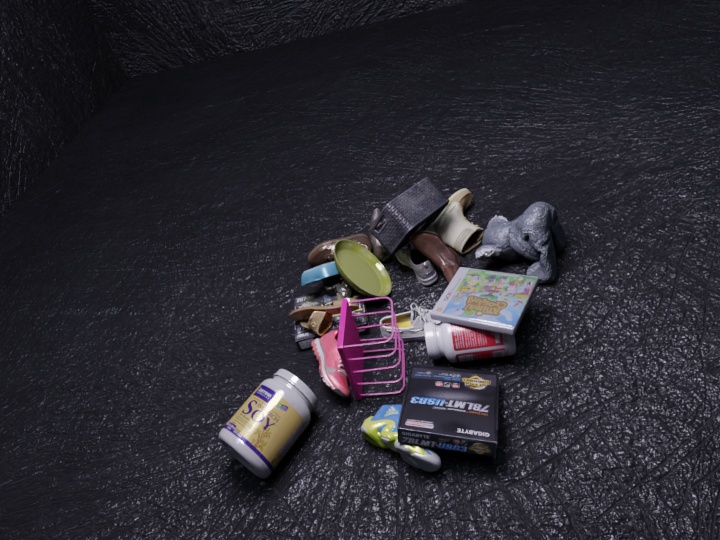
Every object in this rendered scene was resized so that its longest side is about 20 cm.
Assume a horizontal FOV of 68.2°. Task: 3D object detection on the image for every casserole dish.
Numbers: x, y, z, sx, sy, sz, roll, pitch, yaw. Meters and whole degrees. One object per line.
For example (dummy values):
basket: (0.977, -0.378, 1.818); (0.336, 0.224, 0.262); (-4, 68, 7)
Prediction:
casserole dish: (-0.088, 0.001, 1.482); (0.120, 0.039, 0.199); (-19, -2, 31)

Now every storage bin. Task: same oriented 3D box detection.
storage bin: (0.134, -0.148, 1.441); (0.094, 0.136, 0.199); (47, 54, 8)

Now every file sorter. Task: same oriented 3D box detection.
file sorter: (0.032, 0.178, 1.225); (0.123, 0.202, 0.140); (-7, 44, 10)

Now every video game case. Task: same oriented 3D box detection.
video game case: (0.284, 0.063, 1.216); (0.197, 0.022, 0.182); (8, 42, 34)

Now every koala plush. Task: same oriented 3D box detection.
koala plush: (0.404, -0.085, 1.381); (0.197, 0.185, 0.179); (0, 44, 38)

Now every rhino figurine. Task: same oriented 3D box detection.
rhino figurine: (0.055, -0.111, 1.582); (0.059, 0.088, 0.202); (2, 45, -18)

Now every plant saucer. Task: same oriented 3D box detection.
plant saucer: (0.000, 0.000, 1.455); (0.031, 0.198, 0.202); (-46, 34, 28)

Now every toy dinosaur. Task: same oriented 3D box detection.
toy dinosaur: (-0.059, 0.065, 1.421); (0.086, 0.048, 0.202); (-1, 47, 9)

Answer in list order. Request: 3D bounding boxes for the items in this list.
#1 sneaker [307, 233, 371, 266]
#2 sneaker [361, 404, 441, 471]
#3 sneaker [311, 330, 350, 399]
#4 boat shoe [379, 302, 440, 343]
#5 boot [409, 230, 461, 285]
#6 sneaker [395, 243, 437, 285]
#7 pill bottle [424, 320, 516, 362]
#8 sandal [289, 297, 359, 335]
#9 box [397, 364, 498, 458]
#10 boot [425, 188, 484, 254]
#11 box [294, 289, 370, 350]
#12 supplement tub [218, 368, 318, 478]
sneaker: (-0.062, -0.050, 1.588); (0.197, 0.071, 0.076); (-21, 43, 1)
sneaker: (0.098, 0.339, 1.125); (0.198, 0.076, 0.105); (17, 53, 35)
sneaker: (-0.058, 0.220, 1.294); (0.086, 0.074, 0.201); (-37, 42, 6)
boat shoe: (0.142, 0.121, 1.321); (0.198, 0.087, 0.075); (-9, 43, 13)
boot: (0.219, -0.002, 1.365); (0.064, 0.184, 0.202); (-49, 34, 28)
sneaker: (0.153, -0.047, 1.491); (0.074, 0.083, 0.200); (-30, 43, -11)
pill bottle: (0.251, 0.150, 1.229); (0.196, 0.113, 0.113); (-9, 43, 12)
sandal: (-0.096, 0.128, 1.345); (0.209, 0.077, 0.071); (-16, 65, 26)
box: (0.188, 0.285, 1.112); (0.196, 0.051, 0.199); (4, 30, 14)
boot: (0.299, -0.142, 1.537); (0.200, 0.072, 0.154); (-47, 47, -16)
box: (-0.080, 0.119, 1.439); (0.196, 0.050, 0.163); (-16, 44, 5)
supplement tub: (-0.202, 0.339, 1.192); (0.144, 0.147, 0.201); (19, 56, 35)
